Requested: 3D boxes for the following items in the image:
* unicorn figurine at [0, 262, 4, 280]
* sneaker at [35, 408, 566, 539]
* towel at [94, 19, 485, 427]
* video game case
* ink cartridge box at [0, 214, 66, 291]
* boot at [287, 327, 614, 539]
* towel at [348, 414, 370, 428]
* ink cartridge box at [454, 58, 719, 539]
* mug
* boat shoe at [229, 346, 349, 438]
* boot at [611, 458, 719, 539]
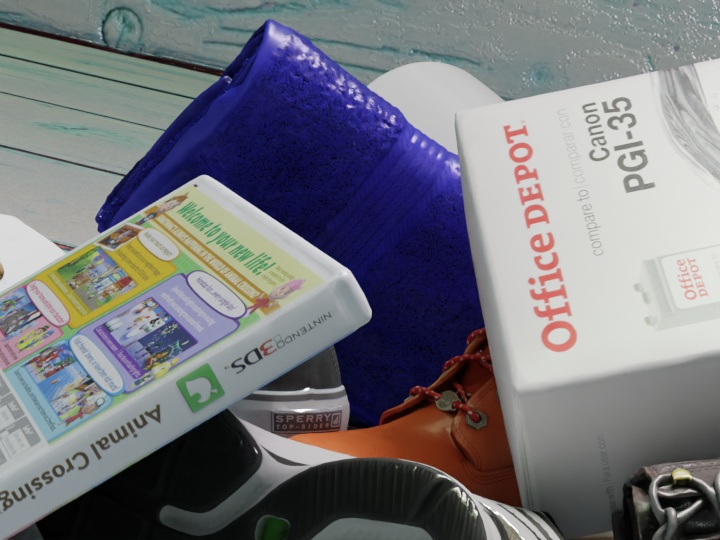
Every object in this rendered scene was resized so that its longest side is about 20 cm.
[{"bbox_3d":[-0.210,0.024,1.012,0.137,0.074,0.200,0,-4,-11],"label":"unicorn figurine"},{"bbox_3d":[-0.013,0.093,0.834,0.200,0.076,0.115,13,-10,39],"label":"sneaker"},{"bbox_3d":[0.000,0.000,1.043,0.200,0.148,0.050,34,45,-13],"label":"towel"},{"bbox_3d":[-0.103,0.035,0.833,0.182,0.022,0.200,-31,17,-9],"label":"video game case"},{"bbox_3d":[-0.170,0.005,1.253,0.200,0.057,0.163,7,7,5],"label":"ink cartridge box"},{"bbox_3d":[0.041,0.058,0.954,0.200,0.107,0.075,1,14,-44],"label":"boot"},{"bbox_3d":[-0.005,0.025,1.139,0.200,0.112,0.049,12,37,-6],"label":"towel"},{"bbox_3d":[0.141,0.000,0.879,0.200,0.083,0.147,-12,45,2],"label":"ink cartridge box"},{"bbox_3d":[0.088,-0.042,1.623,0.187,0.149,0.153,-3,22,-36],"label":"mug"},{"bbox_3d":[-0.065,0.036,1.027,0.069,0.057,0.200,-3,2,-32],"label":"boat shoe"},{"bbox_3d":[0.169,0.071,0.758,0.174,0.069,0.200,-4,-11,-7],"label":"boot"}]
